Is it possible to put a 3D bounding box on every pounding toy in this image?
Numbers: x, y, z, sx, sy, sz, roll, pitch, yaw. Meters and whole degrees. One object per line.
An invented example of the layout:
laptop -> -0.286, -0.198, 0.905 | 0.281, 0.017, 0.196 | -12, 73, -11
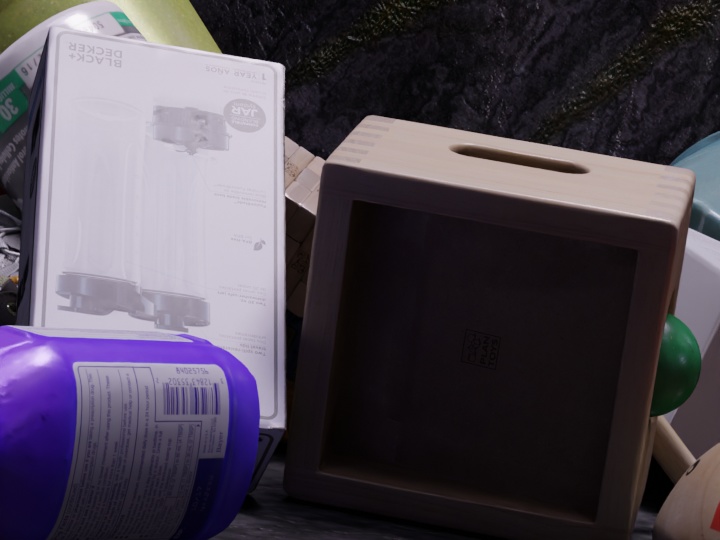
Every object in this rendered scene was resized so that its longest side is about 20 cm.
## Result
pounding toy -> 0.082, 0.039, 1.310 | 0.200, 0.184, 0.142 | 10, 17, 8

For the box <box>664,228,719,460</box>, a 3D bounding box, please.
box -> 0.197, 0.047, 1.521 | 0.124, 0.098, 0.200 | 23, 7, -17

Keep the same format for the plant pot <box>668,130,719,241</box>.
plant pot -> 0.219, 0.016, 1.762 | 0.200, 0.201, 0.196 | 12, 13, 28

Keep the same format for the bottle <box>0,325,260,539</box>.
bottle -> -0.124, 0.062, 1.055 | 0.065, 0.084, 0.200 | 14, 7, 40

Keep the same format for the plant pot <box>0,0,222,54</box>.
plant pot -> -0.156, -0.105, 1.724 | 0.184, 0.200, 0.200 | 49, 17, 14

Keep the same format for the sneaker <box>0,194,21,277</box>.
sneaker -> -0.207, -0.003, 1.681 | 0.200, 0.082, 0.075 | 12, 5, 30

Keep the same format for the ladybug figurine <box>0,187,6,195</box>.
ladybug figurine -> -0.181, -0.026, 1.839 | 0.200, 0.072, 0.136 | 16, 23, 23

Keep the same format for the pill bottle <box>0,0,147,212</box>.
pill bottle -> -0.118, -0.038, 1.553 | 0.200, 0.113, 0.113 | 51, 13, 8

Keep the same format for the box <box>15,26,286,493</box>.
box -> -0.095, -0.006, 1.289 | 0.116, 0.200, 0.060 | 7, -35, -15

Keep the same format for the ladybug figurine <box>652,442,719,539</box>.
ladybug figurine -> 0.221, 0.113, 1.211 | 0.200, 0.072, 0.136 | 12, 5, 27

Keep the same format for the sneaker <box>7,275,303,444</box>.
sneaker -> -0.095, 0.039, 1.463 | 0.200, 0.075, 0.088 | 13, -1, 8

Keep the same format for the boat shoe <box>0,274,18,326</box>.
boat shoe -> -0.178, 0.035, 1.374 | 0.200, 0.066, 0.072 | 9, 5, -2

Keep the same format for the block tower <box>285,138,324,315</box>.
block tower -> 0.000, 0.000, 1.408 | 0.200, 0.058, 0.054 | 35, 29, 2
